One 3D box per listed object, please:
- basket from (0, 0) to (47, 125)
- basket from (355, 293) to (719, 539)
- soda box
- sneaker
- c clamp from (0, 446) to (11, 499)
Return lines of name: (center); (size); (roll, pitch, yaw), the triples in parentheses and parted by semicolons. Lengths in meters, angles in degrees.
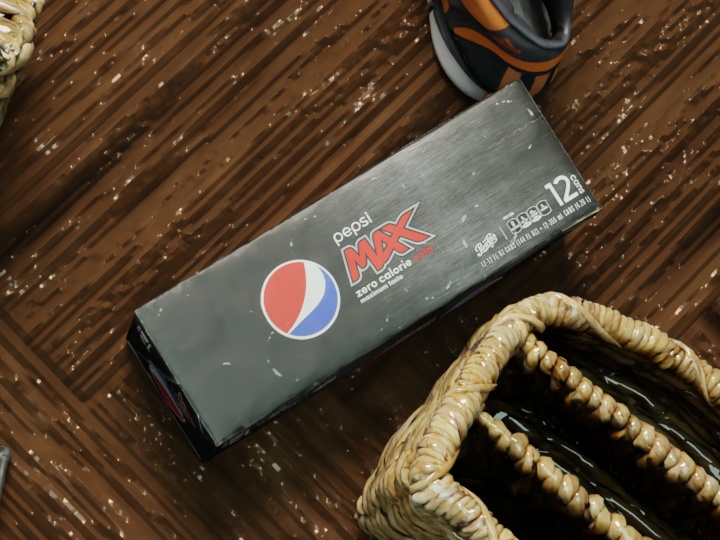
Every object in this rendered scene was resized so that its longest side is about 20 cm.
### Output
basket: (-0.244, -0.088, 0.907); (0.199, 0.143, 0.150); (21, 117, -11)
basket: (0.119, 0.099, 0.900); (0.200, 0.149, 0.143); (39, 75, 0)
soda box: (0.000, 0.000, 0.950); (0.199, 0.063, 0.071); (-31, 85, -15)
sneaker: (0.050, -0.178, 0.968); (0.077, 0.112, 0.201); (-23, 84, -13)
c clamp: (-0.240, 0.141, 0.871); (0.198, 0.027, 0.171); (-3, 38, -4)
